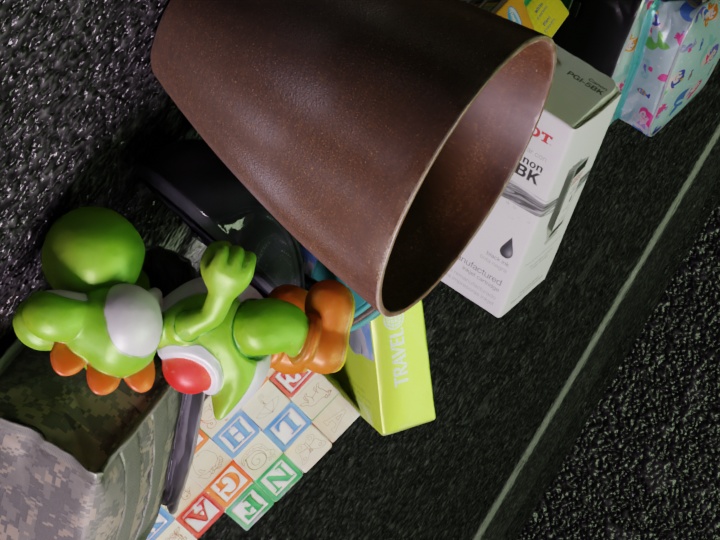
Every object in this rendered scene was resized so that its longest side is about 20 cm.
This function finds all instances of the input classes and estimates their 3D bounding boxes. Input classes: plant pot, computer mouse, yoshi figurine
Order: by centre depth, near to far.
[{"bbox_3d":[-0.018,-0.103,1.544,0.187,0.199,0.187,-53,164,-22],"label":"plant pot"},{"bbox_3d":[-0.110,0.010,1.567,0.199,0.112,0.113,5,125,-28],"label":"yoshi figurine"},{"bbox_3d":[-0.078,-0.035,1.669,0.053,0.138,0.200,-49,154,-4],"label":"computer mouse"}]

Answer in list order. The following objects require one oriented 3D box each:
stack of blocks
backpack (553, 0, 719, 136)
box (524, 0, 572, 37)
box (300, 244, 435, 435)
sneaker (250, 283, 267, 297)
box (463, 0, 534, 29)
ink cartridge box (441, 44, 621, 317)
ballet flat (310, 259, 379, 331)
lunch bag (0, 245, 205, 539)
[{"bbox_3d":[-0.111,0.128,1.820,0.200,0.059,0.115,-45,131,-3],"label":"stack of blocks"},{"bbox_3d":[0.251,-0.228,2.314,0.200,0.150,0.178,-49,162,-49],"label":"backpack"},{"bbox_3d":[0.068,-0.148,1.898,0.117,0.048,0.200,-7,-144,46],"label":"box"},{"bbox_3d":[0.000,0.000,1.832,0.047,0.122,0.201,-16,115,-20],"label":"box"},{"bbox_3d":[-0.068,0.045,1.922,0.089,0.081,0.200,-62,166,21],"label":"sneaker"},{"bbox_3d":[0.031,-0.137,1.809,0.200,0.119,0.042,-45,124,-37],"label":"box"},{"bbox_3d":[0.100,-0.088,2.077,0.083,0.146,0.201,-39,155,-47],"label":"ink cartridge box"},{"bbox_3d":[0.034,-0.034,1.709,0.070,0.067,0.200,-8,141,-41],"label":"ballet flat"},{"bbox_3d":[-0.163,0.099,1.654,0.200,0.117,0.165,-54,166,-44],"label":"lunch bag"}]
